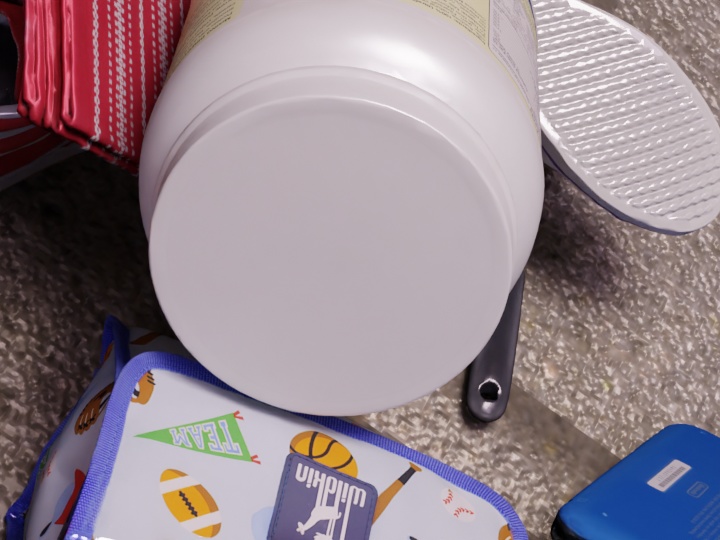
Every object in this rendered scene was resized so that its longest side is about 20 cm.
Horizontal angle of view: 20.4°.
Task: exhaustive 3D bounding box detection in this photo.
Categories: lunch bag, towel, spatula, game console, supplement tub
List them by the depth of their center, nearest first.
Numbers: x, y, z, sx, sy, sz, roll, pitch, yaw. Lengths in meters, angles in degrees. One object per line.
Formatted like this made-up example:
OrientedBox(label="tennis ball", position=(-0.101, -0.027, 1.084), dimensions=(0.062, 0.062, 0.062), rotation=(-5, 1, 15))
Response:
OrientedBox(label="lunch bag", position=(-0.036, 0.105, 0.730), dimensions=(0.169, 0.200, 0.124), rotation=(25, 96, -10))
OrientedBox(label="supplement tub", position=(-0.004, -0.052, 0.745), dimensions=(0.145, 0.145, 0.200), rotation=(28, 28, -11))
OrientedBox(label="towel", position=(-0.087, -0.101, 0.814), dimensions=(0.022, 0.200, 0.145), rotation=(-7, 77, 17))
OrientedBox(label="game console", position=(0.166, 0.167, 0.860), dimensions=(0.170, 0.119, 0.200), rotation=(26, 16, 18))
OrientedBox(label="spatula", position=(0.075, -0.017, 0.957), dimensions=(0.056, 0.021, 0.201), rotation=(14, 64, -4))

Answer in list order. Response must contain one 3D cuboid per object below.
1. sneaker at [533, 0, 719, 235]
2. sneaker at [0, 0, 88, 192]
OrientedBox(label="sneaker", position=(0.079, -0.086, 0.935), dimensions=(0.200, 0.114, 0.073), rotation=(40, 77, -2))
OrientedBox(label="sneaker", position=(-0.120, -0.097, 0.848), dimensions=(0.200, 0.112, 0.071), rotation=(-38, 87, -34))
